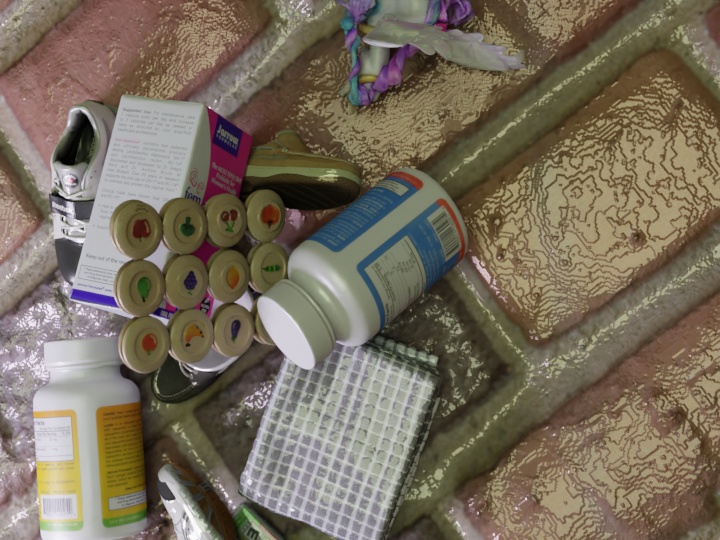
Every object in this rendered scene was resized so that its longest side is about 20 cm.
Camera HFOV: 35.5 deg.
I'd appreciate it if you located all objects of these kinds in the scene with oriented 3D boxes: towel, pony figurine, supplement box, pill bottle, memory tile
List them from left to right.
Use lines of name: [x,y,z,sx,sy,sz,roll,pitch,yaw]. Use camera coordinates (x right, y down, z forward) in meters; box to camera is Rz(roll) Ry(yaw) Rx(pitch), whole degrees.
pill bottle: [-0.282,0.173,1.169,0.109,0.111,0.204,-5,87,12]
supplement box: [-0.189,-0.054,1.081,0.102,0.101,0.204,8,82,25]
memory tile: [-0.140,0.007,1.036,0.017,0.198,0.156,6,101,44]
towel: [-0.018,0.159,1.124,0.163,0.086,0.203,19,92,12]
pill bottle: [0.000,0.000,1.072,0.199,0.112,0.112,-38,79,-23]
pony figurine: [0.052,-0.256,1.107,0.191,0.165,0.204,8,93,45]

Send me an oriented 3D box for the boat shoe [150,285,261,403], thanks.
boat shoe: [-0.149,0.068,1.171,0.199,0.057,0.067,-39,81,8]

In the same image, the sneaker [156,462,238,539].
sneaker: [-0.159,0.293,1.132,0.087,0.076,0.201,-38,80,9]

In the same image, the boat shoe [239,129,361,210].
boat shoe: [-0.076,-0.107,1.128,0.198,0.071,0.077,3,67,38]

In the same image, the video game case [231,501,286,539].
video game case: [-0.118,0.378,1.170,0.182,0.022,0.201,41,96,11]

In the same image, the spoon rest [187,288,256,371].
spoon rest: [-0.172,0.016,1.141,0.099,0.060,0.201,-44,57,10]

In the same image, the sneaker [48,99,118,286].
sneaker: [-0.303,-0.082,1.197,0.073,0.088,0.204,5,90,11]
